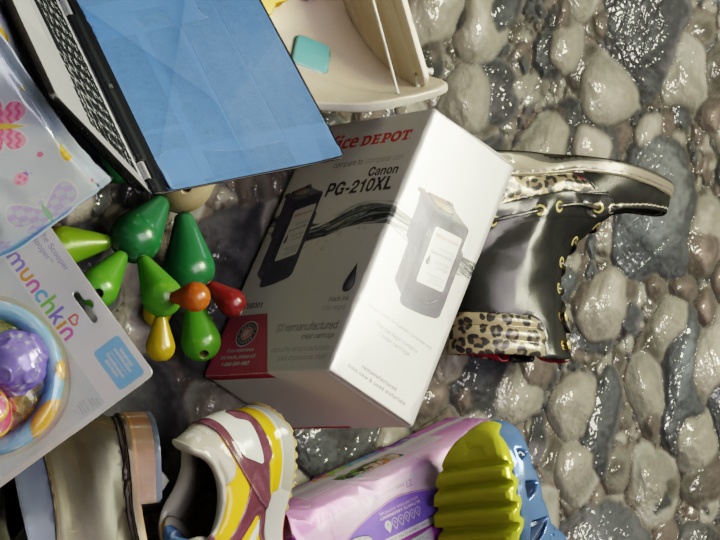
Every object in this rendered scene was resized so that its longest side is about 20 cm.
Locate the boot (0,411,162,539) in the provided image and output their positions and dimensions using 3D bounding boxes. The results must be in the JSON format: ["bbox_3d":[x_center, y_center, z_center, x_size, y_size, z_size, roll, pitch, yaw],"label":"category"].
[{"bbox_3d":[-0.173,0.186,1.648,0.096,0.075,0.201,1,77,-20],"label":"boot"}]

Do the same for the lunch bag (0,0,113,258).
[{"bbox_3d":[-0.267,-0.089,1.591,0.169,0.127,0.200,-34,105,4],"label":"lunch bag"}]

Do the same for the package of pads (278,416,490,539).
[{"bbox_3d":[0.019,0.188,1.860,0.199,0.076,0.121,-22,99,-37],"label":"package of pads"}]

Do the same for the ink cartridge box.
[{"bbox_3d":[0.000,0.000,1.813,0.084,0.144,0.201,35,66,-31],"label":"ink cartridge box"}]

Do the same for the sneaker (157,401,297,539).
[{"bbox_3d":[-0.093,0.188,1.757,0.090,0.075,0.201,-15,109,-44],"label":"sneaker"}]

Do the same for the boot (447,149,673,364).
[{"bbox_3d":[0.141,-0.008,1.970,0.199,0.073,0.151,5,83,-34],"label":"boot"}]

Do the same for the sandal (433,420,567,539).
[{"bbox_3d":[0.107,0.194,1.841,0.087,0.079,0.201,-23,112,-41],"label":"sandal"}]

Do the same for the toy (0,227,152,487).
[{"bbox_3d":[-0.238,0.074,1.605,0.200,0.047,0.115,-37,85,2],"label":"toy"}]

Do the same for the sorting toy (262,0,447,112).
[{"bbox_3d":[-0.061,-0.189,1.816,0.179,0.107,0.201,-20,99,-30],"label":"sorting toy"}]

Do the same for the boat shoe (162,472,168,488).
[{"bbox_3d":[-0.210,0.104,1.701,0.201,0.070,0.072,36,88,-34],"label":"boat shoe"}]

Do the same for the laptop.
[{"bbox_3d":[-0.129,-0.151,1.648,0.116,0.188,0.200,-32,146,6],"label":"laptop"}]

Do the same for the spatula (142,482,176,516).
[{"bbox_3d":[-0.166,0.167,1.742,0.200,0.057,0.021,-23,64,-43],"label":"spatula"}]

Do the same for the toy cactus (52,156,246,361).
[{"bbox_3d":[-0.133,-0.042,1.757,0.200,0.102,0.165,48,50,-16],"label":"toy cactus"}]
